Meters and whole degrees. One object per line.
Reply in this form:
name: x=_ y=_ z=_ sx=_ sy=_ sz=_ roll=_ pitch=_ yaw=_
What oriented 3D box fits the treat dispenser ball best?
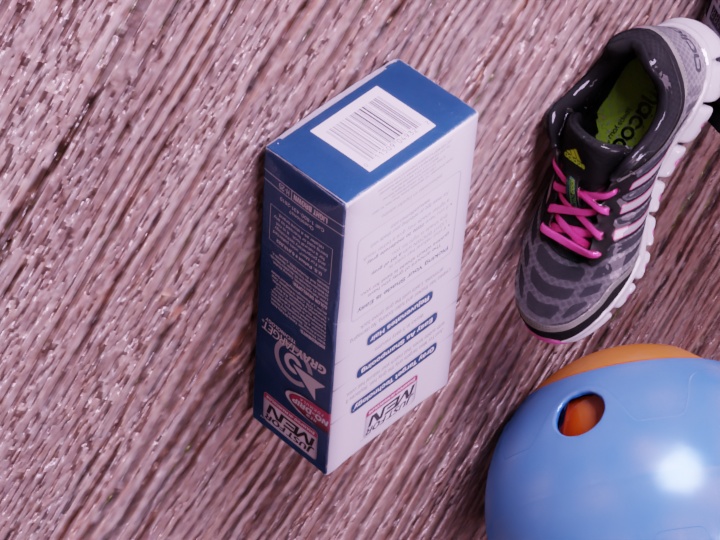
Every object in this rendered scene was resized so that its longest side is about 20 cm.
treat dispenser ball: x=0.176 y=0.145 z=1.826 sx=0.201 sy=0.201 sz=0.201 roll=-38 pitch=149 yaw=-28

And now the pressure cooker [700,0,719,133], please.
pressure cooker: x=0.289 y=-0.128 z=1.723 sx=0.176 sy=0.178 sz=0.201 roll=-22 pitch=138 yaw=-51

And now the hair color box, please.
hair color box: x=0.000 y=0.000 z=1.534 sx=0.100 sy=0.060 sz=0.201 roll=-35 pitch=147 yaw=-33

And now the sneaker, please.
sneaker: x=0.132 y=-0.054 z=1.675 sx=0.087 sy=0.074 sz=0.201 roll=9 pitch=110 yaw=-58
